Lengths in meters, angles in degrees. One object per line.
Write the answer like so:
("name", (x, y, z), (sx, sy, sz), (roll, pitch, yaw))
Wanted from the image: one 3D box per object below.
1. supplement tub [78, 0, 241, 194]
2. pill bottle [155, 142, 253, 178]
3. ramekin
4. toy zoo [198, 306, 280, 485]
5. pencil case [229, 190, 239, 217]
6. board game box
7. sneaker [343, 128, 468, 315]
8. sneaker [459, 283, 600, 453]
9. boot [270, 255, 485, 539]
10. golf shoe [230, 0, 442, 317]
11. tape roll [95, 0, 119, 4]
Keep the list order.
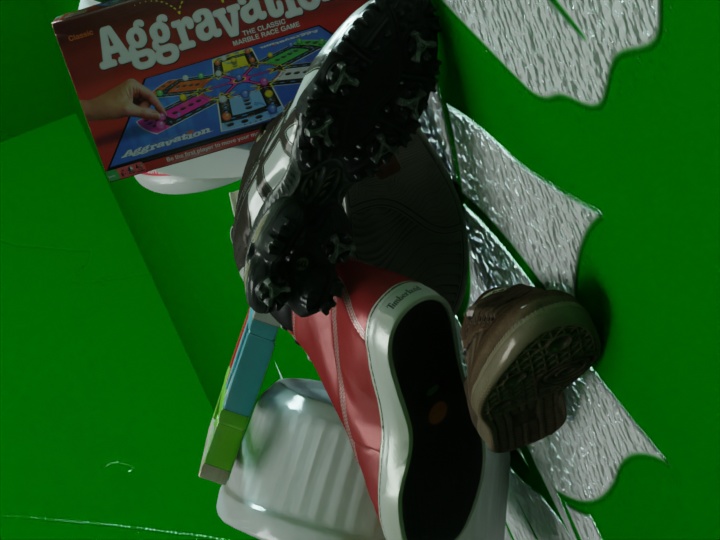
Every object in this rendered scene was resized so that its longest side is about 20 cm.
("supplement tub", (-0.147, -0.177, 1.686), (0.140, 0.139, 0.202), (-131, 22, -63))
("pill bottle", (-0.096, -0.166, 1.336), (0.112, 0.111, 0.202), (120, 150, -78))
("ramekin", (0.009, 0.136, 1.381), (0.202, 0.200, 0.095), (-157, 80, -77))
("toy zoo", (-0.063, 0.029, 1.364), (0.131, 0.020, 0.202), (-99, 28, -81))
("pencil case", (-0.043, -0.069, 1.503), (0.200, 0.089, 0.078), (123, 126, -78))
("board game box", (-0.072, -0.127, 1.219), (0.019, 0.198, 0.104), (-79, -28, -69))
("sneaker", (0.015, -0.062, 1.297), (0.106, 0.074, 0.202), (-100, -9, -85))
("sneaker", (0.078, 0.040, 1.125), (0.200, 0.070, 0.076), (96, 152, -69))
("boot", (0.001, 0.072, 1.259), (0.144, 0.072, 0.202), (28, 138, 44))
("golf shoe", (-0.026, -0.076, 1.169), (0.201, 0.077, 0.095), (-63, 35, 15))
("tape roll", (-0.128, -0.258, 1.222), (0.048, 0.199, 0.202), (-132, 22, -66))
